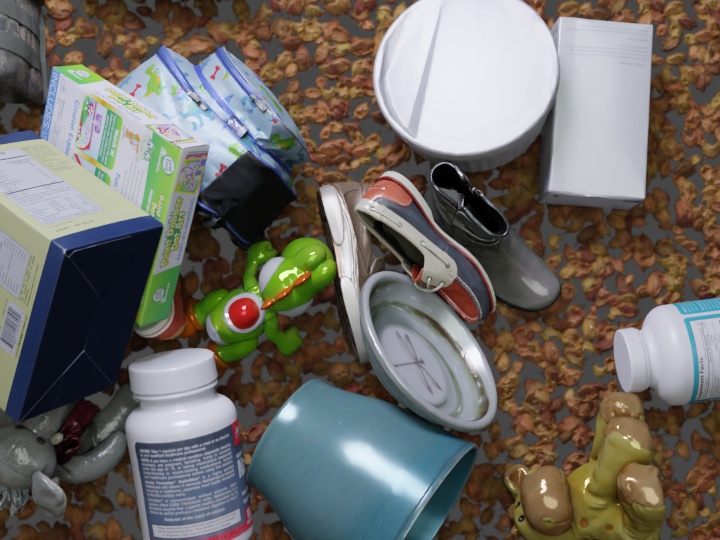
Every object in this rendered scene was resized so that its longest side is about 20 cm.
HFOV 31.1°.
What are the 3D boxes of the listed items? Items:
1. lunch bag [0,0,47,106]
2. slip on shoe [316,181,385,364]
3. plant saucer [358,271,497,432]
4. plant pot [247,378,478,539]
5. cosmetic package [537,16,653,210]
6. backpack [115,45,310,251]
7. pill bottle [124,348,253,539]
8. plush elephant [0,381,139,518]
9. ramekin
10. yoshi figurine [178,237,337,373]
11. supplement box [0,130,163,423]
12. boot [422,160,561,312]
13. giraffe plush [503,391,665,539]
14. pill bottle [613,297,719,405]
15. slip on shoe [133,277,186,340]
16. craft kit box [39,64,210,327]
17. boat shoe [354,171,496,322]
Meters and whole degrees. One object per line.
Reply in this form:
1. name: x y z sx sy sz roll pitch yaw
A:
1. lunch bag: -0.408 -0.286 1.387 0.117 0.164 0.202 -3 85 3
2. slip on shoe: 0.000 0.000 1.428 0.060 0.076 0.201 -10 78 -9
3. plant saucer: 0.061 0.095 1.378 0.050 0.200 0.200 -41 87 27
4. plant pot: -0.008 0.219 1.353 0.187 0.200 0.201 31 84 16
5. cosmetic package: 0.262 -0.173 1.450 0.112 0.081 0.202 6 85 -2
6. backpack: -0.155 -0.148 1.377 0.147 0.183 0.200 -45 76 1
7. pill bottle: -0.182 0.190 1.353 0.119 0.120 0.202 -8 100 -3
8. plush elephant: -0.333 0.171 1.350 0.164 0.155 0.201 32 84 1
9. ramekin: 0.119 -0.201 1.417 0.201 0.094 0.204 -3 72 10
10. yoshi figurine: -0.099 0.029 1.397 0.199 0.112 0.113 -31 46 25
11. supplement box: -0.331 0.000 1.274 0.199 0.134 0.201 34 118 24
12. boot: 0.142 -0.031 1.404 0.200 0.131 0.068 42 84 1
13. giraffe plush: 0.236 0.245 1.389 0.161 0.173 0.201 -9 120 7
14. pill bottle: 0.382 0.086 1.414 0.198 0.111 0.112 -7 85 -3
15. slip on shoe: -0.236 -0.008 1.404 0.074 0.061 0.201 -29 59 10
16. craft kit box: -0.254 -0.078 1.315 0.197 0.048 0.201 34 120 30
17. boat shoe: 0.071 -0.014 1.408 0.200 0.071 0.063 51 55 -15
